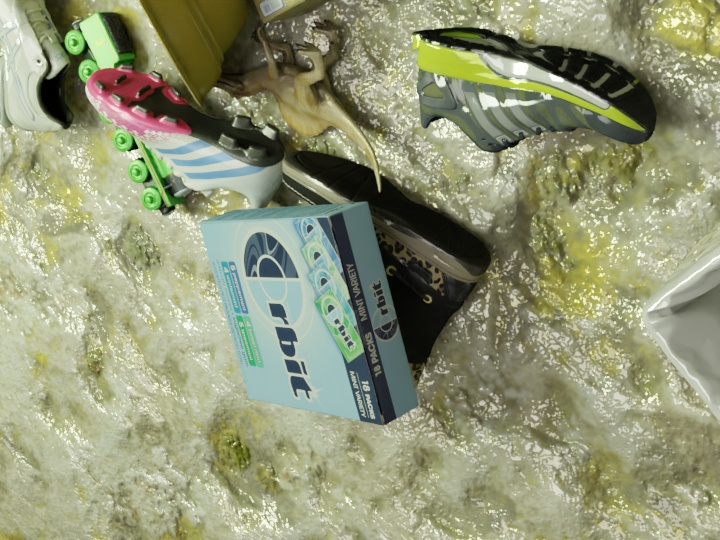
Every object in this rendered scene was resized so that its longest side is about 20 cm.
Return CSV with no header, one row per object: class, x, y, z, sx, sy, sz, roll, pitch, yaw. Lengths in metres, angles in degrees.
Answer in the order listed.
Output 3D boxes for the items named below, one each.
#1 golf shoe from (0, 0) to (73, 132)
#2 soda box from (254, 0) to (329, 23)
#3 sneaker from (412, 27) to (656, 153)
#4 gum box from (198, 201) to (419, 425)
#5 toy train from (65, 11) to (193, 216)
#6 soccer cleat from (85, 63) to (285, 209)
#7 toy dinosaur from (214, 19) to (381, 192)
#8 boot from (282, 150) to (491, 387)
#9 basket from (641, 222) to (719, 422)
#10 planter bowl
golf shoe,-0.309,-0.227,1.006,0.096,0.078,0.202,18,126,25
soda box,0.002,-0.262,0.812,0.198,0.068,0.065,-18,98,34
sneaker,0.126,-0.126,0.797,0.198,0.074,0.082,23,125,30
gum box,-0.048,0.032,0.891,0.199,0.044,0.172,1,109,53
toy train,-0.214,-0.149,1.000,0.056,0.042,0.202,-24,95,24
soccer cleat,-0.161,-0.113,0.951,0.198,0.070,0.087,25,132,9
toy dinosaur,-0.041,-0.153,0.898,0.199,0.058,0.102,31,136,26
boot,0.000,0.000,0.912,0.199,0.073,0.152,29,120,12
basket,0.325,0.027,0.675,0.199,0.161,0.200,51,124,4
planter bowl,-0.146,-0.243,0.871,0.083,0.200,0.202,-28,93,-2
